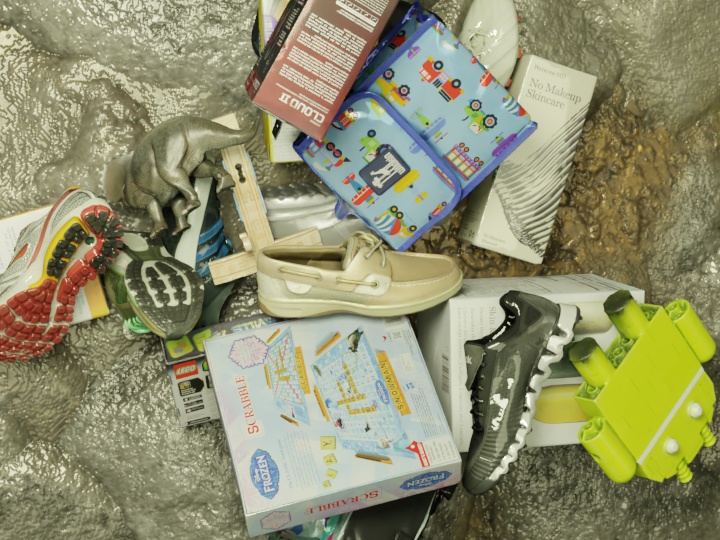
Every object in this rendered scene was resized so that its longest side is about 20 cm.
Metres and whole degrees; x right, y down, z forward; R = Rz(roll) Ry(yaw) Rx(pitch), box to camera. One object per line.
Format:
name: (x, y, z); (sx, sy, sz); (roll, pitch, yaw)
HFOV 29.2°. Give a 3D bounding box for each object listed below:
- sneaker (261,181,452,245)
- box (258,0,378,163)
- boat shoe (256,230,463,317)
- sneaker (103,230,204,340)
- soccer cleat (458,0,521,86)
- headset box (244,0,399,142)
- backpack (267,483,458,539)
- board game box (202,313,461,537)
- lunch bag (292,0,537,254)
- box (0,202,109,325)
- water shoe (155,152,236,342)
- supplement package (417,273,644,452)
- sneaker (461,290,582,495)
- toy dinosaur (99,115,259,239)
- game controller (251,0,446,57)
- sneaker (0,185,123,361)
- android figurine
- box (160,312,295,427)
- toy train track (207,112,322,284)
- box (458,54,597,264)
sneaker: (-0.005, -0.049, 1.406); (0.197, 0.075, 0.083); (-2, 110, -3)
box: (-0.040, -0.210, 1.345); (0.116, 0.048, 0.202); (-3, 106, -7)
boat shoe: (0.000, 0.000, 1.308); (0.197, 0.072, 0.066); (-3, 119, -3)
sneaker: (-0.202, 0.031, 1.319); (0.076, 0.200, 0.090); (-3, 115, -24)
soccer cleat: (0.109, -0.189, 1.394); (0.077, 0.069, 0.202); (7, 99, -46)
headset box: (-0.035, -0.211, 1.245); (0.074, 0.149, 0.201); (28, 98, -13)
backpack: (-0.018, 0.226, 1.356); (0.150, 0.200, 0.179); (31, 66, -10)
board game box: (-0.030, 0.128, 1.270); (0.197, 0.201, 0.041); (-12, 140, -8)
lunch bag: (0.042, -0.128, 1.321); (0.150, 0.094, 0.200); (42, 98, -19)
box: (-0.357, 0.012, 1.355); (0.198, 0.041, 0.120); (-16, 99, -6)
water shoe: (-0.159, -0.021, 1.383); (0.078, 0.071, 0.203); (5, 97, -36)
supplement package: (0.169, 0.089, 1.402); (0.197, 0.151, 0.154); (-3, 96, -10)
sneaker: (0.126, 0.107, 1.288); (0.090, 0.066, 0.202); (26, 87, -9)
toy dinosaur: (-0.180, -0.097, 1.296); (0.200, 0.077, 0.103); (-39, 80, 34)
game controller: (-0.008, -0.236, 1.397); (0.198, 0.042, 0.106); (17, 79, -12)
sneaker: (-0.301, 0.006, 1.314); (0.200, 0.082, 0.078); (-47, 132, 11)
android figurine: (0.278, 0.120, 1.327); (0.182, 0.041, 0.201); (-49, 117, -22)
box: (-0.094, 0.090, 1.382); (0.198, 0.035, 0.111); (-13, 139, -9)
toy train track: (-0.102, -0.052, 1.333); (0.114, 0.033, 0.202); (-19, 105, -8)
box: (0.171, -0.114, 1.422); (0.081, 0.068, 0.202); (15, 94, -12)
